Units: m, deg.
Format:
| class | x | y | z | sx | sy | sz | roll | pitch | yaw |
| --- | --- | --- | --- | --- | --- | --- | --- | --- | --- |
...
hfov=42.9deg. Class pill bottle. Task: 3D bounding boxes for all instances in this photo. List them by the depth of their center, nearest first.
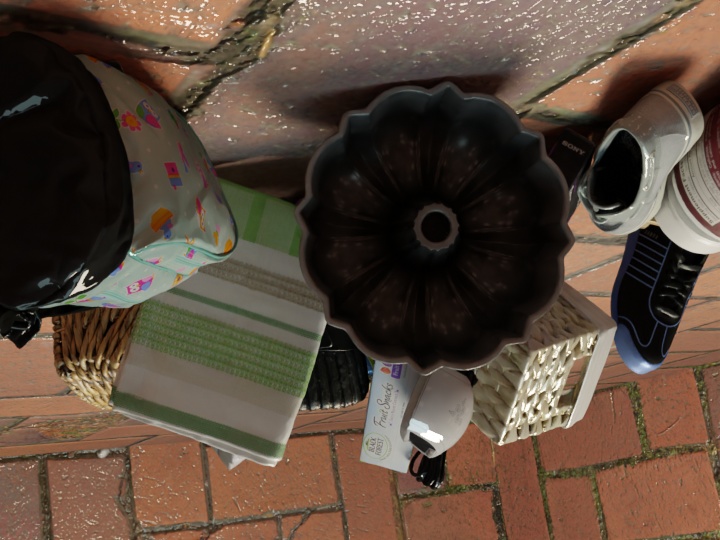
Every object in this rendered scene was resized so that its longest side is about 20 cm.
| class | x | y | z | sx | sy | sz | roll | pitch | yaw |
| --- | --- | --- | --- | --- | --- | --- | --- | --- | --- |
| pill bottle | 0.321 | -0.088 | 0.729 | 0.112 | 0.116 | 0.200 | -5 | 165 | -13 |

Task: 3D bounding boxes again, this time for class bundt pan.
| class | x | y | z | sx | sy | sz | roll | pitch | yaw |
| --- | --- | --- | --- | --- | --- | --- | --- | --- | --- |
| bundt pan | 0.049 | -0.029 | 0.672 | 0.198 | 0.206 | 0.076 | -7 | 179 | -5 |

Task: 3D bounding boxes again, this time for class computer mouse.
| class | x | y | z | sx | sy | sz | roll | pitch | yaw |
| --- | --- | --- | --- | --- | --- | --- | --- | --- | --- |
| computer mouse | 0.068 | 0.122 | 0.748 | 0.043 | 0.111 | 0.200 | 23 | 170 | 13 |

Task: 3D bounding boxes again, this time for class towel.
| class | x | y | z | sx | sy | sz | roll | pitch | yaw |
| --- | --- | --- | --- | --- | --- | --- | --- | --- | --- |
| towel | -0.101 | 0.037 | 0.732 | 0.147 | 0.203 | 0.031 | 19 | 177 | -1 |

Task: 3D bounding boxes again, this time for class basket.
| class | x | y | z | sx | sy | sz | roll | pitch | yaw |
| --- | --- | --- | --- | --- | --- | --- | --- | --- | --- |
| basket | 0.142 | 0.067 | 0.960 | 0.122 | 0.200 | 0.138 | -12 | 129 | -36 |
| basket | -0.217 | 0.068 | 0.971 | 0.146 | 0.146 | 0.200 | -9 | 166 | 5 |

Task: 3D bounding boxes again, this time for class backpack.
| class | x | y | z | sx | sy | sz | roll | pitch | yaw |
| --- | --- | --- | --- | --- | --- | --- | --- | --- | --- |
| backpack | -0.159 | -0.043 | 0.569 | 0.124 | 0.170 | 0.200 | -15 | 171 | 7 |

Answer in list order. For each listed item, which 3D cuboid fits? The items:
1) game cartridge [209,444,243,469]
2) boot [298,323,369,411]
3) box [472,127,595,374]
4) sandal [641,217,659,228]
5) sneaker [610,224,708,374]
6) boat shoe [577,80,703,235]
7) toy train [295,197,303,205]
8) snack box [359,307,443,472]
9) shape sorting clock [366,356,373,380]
| class | x | y | z | sx | sy | sz | roll | pitch | yaw |
| --- | --- | --- | --- | --- | --- | --- | --- | --- | --- |
| game cartridge | -0.143 | 0.108 | 0.847 | 0.038 | 0.130 | 0.201 | -41 | 168 | -24 |
| boot | -0.090 | 0.036 | 0.800 | 0.207 | 0.161 | 0.080 | 8 | -160 | 11 |
| box | 0.139 | -0.010 | 0.810 | 0.036 | 0.202 | 0.143 | 29 | 172 | 14 |
| sandal | 0.328 | -0.075 | 0.868 | 0.207 | 0.079 | 0.070 | 1 | 163 | -10 |
| sneaker | 0.306 | 0.001 | 0.919 | 0.069 | 0.203 | 0.078 | 21 | 158 | -20 |
| boat shoe | 0.213 | -0.079 | 0.758 | 0.071 | 0.071 | 0.201 | -31 | 161 | -13 |
| toy train | -0.060 | -0.017 | 0.909 | 0.197 | 0.057 | 0.150 | -15 | 164 | 22 |
| snack box | 0.044 | 0.065 | 0.822 | 0.052 | 0.144 | 0.202 | 13 | 138 | 6 |
| shape sorting clock | 0.014 | 0.075 | 1.040 | 0.198 | 0.201 | 0.039 | 9 | 131 | -48 |
